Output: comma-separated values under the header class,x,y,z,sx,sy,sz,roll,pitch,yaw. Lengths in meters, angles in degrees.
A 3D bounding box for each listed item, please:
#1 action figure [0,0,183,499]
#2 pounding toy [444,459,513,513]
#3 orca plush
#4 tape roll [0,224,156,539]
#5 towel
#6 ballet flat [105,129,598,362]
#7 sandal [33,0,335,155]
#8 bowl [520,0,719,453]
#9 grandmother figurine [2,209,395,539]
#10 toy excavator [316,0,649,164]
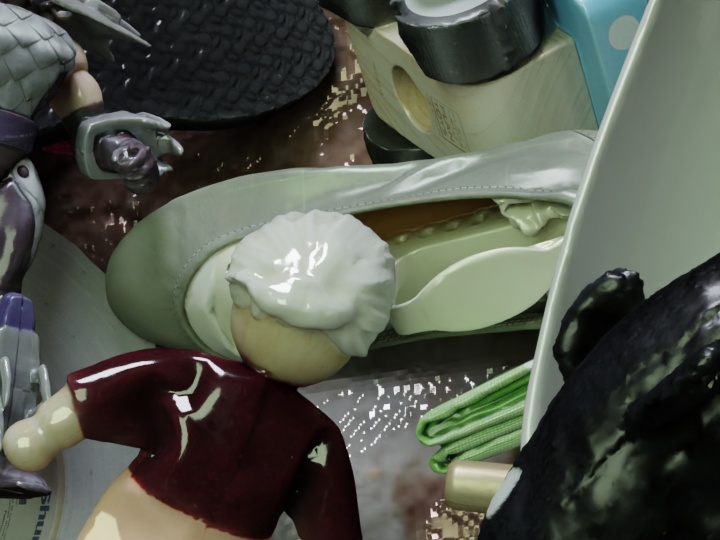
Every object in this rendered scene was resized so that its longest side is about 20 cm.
class,x,y,z,sx,sy,sz,roll,pitch,yaw
action figure,-0.123,-0.030,0.959,0.069,0.130,0.201,-13,66,63
pounding toy,0.166,0.099,0.896,0.184,0.142,0.200,-38,65,7
orca plush,0.107,0.034,0.756,0.199,0.071,0.106,-24,81,15
tape roll,-0.161,0.073,1.007,0.066,0.200,0.201,-10,64,62
towel,0.122,0.011,0.945,0.200,0.149,0.031,-27,86,14
ballet flat,0.000,0.000,0.957,0.199,0.068,0.064,-12,31,21
sandal,-0.104,-0.072,1.062,0.199,0.045,0.075,-15,78,-26
bowl,0.160,0.010,0.816,0.199,0.075,0.201,18,91,18
grandmother figurine,-0.052,0.070,0.916,0.200,0.121,0.061,-61,21,5
toy excavator,0.109,-0.090,0.997,0.200,0.100,0.194,-31,34,-15
